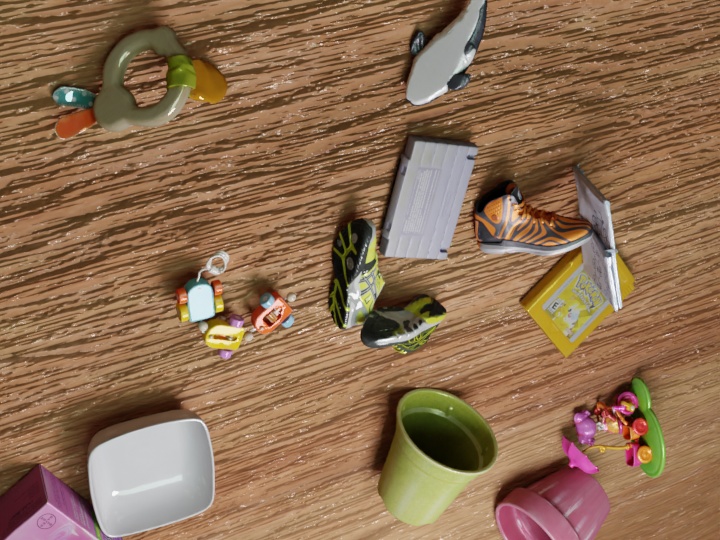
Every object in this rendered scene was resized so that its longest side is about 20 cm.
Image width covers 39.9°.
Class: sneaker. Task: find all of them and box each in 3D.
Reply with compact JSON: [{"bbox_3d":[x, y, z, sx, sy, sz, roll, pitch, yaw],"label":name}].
[{"bbox_3d":[0.282,-0.090,1.641,0.196,0.078,0.114,-4,119,14],"label":"sneaker"},{"bbox_3d":[0.071,0.107,1.659,0.198,0.074,0.086,-14,133,-46],"label":"sneaker"},{"bbox_3d":[0.000,0.000,1.599,0.075,0.076,0.203,-11,132,-30],"label":"sneaker"}]

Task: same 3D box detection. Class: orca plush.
[{"bbox_3d":[0.135,-0.339,1.492,0.104,0.071,0.203,23,105,12],"label":"orca plush"}]

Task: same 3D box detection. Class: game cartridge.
[{"bbox_3d":[0.107,-0.116,1.606,0.127,0.038,0.203,4,115,-25],"label":"game cartridge"},{"bbox_3d":[0.411,0.044,1.852,0.200,0.032,0.176,-44,127,2],"label":"game cartridge"}]

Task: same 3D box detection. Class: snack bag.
[{"bbox_3d":[0.396,-0.058,1.677,0.021,0.189,0.203,-12,115,1],"label":"snack bag"}]

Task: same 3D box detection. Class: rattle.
[{"bbox_3d":[-0.298,-0.233,1.333,0.199,0.143,0.131,-34,96,13],"label":"rattle"}]

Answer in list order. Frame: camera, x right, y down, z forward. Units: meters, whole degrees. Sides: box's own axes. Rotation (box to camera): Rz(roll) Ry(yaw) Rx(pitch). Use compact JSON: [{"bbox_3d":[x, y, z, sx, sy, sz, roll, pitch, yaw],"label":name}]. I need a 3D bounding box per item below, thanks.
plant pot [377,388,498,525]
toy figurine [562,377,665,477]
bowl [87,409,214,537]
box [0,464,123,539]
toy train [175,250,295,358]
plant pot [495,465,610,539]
[{"bbox_3d":[0.122,0.351,1.794,0.197,0.202,0.186,5,126,-29],"label":"plant pot"},{"bbox_3d":[0.495,0.330,2.006,0.180,0.150,0.204,-7,88,-10],"label":"toy figurine"},{"bbox_3d":[-0.339,0.312,1.591,0.196,0.075,0.203,-13,123,-21],"label":"bowl"},{"bbox_3d":[-0.500,0.441,1.565,0.175,0.097,0.201,-39,128,-2],"label":"box"},{"bbox_3d":[-0.199,0.047,1.529,0.150,0.056,0.200,-46,130,1],"label":"toy train"},{"bbox_3d":[0.404,0.501,2.017,0.178,0.199,0.202,-34,129,-25],"label":"plant pot"}]
